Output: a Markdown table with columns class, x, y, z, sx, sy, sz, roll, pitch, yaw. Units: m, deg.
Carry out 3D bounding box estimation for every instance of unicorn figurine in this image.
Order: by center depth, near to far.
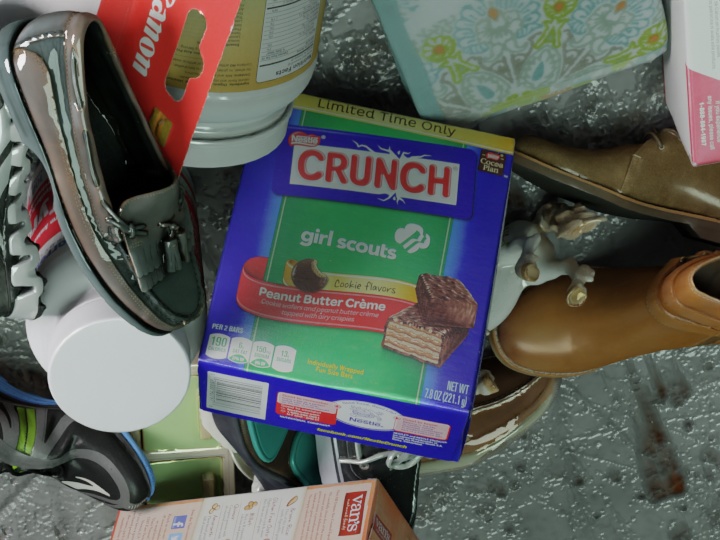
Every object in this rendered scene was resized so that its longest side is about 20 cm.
| class | x | y | z | sx | sy | sz | roll | pitch | yaw |
| --- | --- | --- | --- | --- | --- | --- | --- | --- | --- |
| unicorn figurine | 0.072 | 0.022 | 1.464 | 0.199 | 0.137 | 0.074 | -29 | 115 | -5 |

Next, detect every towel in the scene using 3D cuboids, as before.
| class | x | y | z | sx | sy | sz | roll | pitch | yaw |
| --- | --- | --- | --- | --- | --- | --- | --- | --- | --- |
| towel | 0.091 | -0.177 | 1.341 | 0.170 | 0.048 | 0.200 | -21 | 140 | 5 |

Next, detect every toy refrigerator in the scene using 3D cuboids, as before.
| class | x | y | z | sx | sy | sz | roll | pitch | yaw |
| --- | --- | --- | --- | --- | --- | --- | --- | --- | --- |
| toy refrigerator | -0.126 | 0.130 | 1.531 | 0.075 | 0.070 | 0.201 | -3 | 124 | -6 |

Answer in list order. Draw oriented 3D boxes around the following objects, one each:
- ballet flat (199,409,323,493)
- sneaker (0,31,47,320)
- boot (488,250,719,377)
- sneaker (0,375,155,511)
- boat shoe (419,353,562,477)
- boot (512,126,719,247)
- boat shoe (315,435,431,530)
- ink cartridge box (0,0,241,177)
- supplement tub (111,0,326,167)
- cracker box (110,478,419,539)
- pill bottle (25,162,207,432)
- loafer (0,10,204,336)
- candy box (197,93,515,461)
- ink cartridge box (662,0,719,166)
| class | x | y | z | sx | sy | sz | roll | pitch | yaw |
| --- | --- | --- | --- | --- | --- | --- | --- | --- | --- |
| ballet flat | -0.067 | 0.107 | 1.452 | 0.073 | 0.073 | 0.200 | -23 | 140 | 8 |
| sneaker | -0.232 | -0.053 | 1.235 | 0.090 | 0.066 | 0.201 | -17 | 119 | -27 |
| boot | 0.193 | 0.021 | 1.450 | 0.199 | 0.155 | 0.074 | -11 | 86 | -11 |
| sneaker | -0.234 | 0.118 | 1.472 | 0.199 | 0.083 | 0.071 | 24 | 134 | -1 |
| boat shoe | 0.045 | 0.098 | 1.533 | 0.199 | 0.076 | 0.072 | -26 | 122 | 8 |
| boot | 0.190 | -0.068 | 1.457 | 0.199 | 0.074 | 0.076 | 14 | 92 | -13 |
| boat shoe | 0.016 | 0.104 | 1.451 | 0.068 | 0.073 | 0.200 | 11 | 121 | 39 |
| ink cartridge box | -0.161 | -0.161 | 1.219 | 0.050 | 0.200 | 0.161 | -24 | 150 | -41 |
| supplement tub | -0.089 | -0.176 | 1.281 | 0.144 | 0.145 | 0.201 | 4 | 124 | -11 |
| cracker box | -0.055 | 0.209 | 1.480 | 0.199 | 0.058 | 0.134 | -10 | 136 | 24 |
| pill bottle | -0.152 | 0.006 | 1.362 | 0.112 | 0.200 | 0.113 | -4 | 124 | -6 |
| loafer | -0.133 | -0.051 | 1.214 | 0.063 | 0.072 | 0.201 | -12 | 116 | 34 |
| candy box | 0.000 | 0.000 | 1.360 | 0.168 | 0.201 | 0.077 | 11 | 150 | 1 |
| ink cartridge box | 0.294 | -0.160 | 1.384 | 0.199 | 0.083 | 0.147 | -10 | 125 | -1 |
